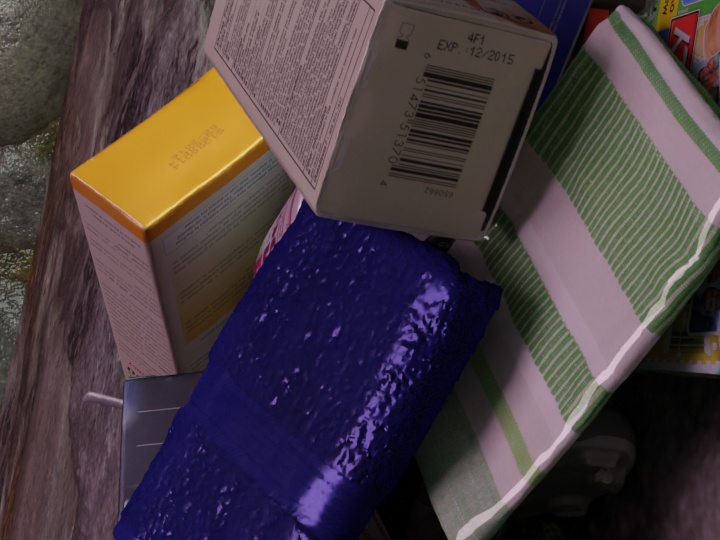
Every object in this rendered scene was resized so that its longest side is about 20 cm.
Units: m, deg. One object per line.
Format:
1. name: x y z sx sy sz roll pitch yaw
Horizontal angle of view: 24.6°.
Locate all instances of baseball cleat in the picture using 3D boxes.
1. baseball cleat: 0.067 0.075 0.783 0.200 0.069 0.108 137 140 -59

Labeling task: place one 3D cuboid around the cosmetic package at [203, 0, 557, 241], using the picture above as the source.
1. cosmetic package: 0.001 -0.105 0.766 0.200 0.086 0.104 56 132 55

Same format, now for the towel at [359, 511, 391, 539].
1. towel: -0.062 0.184 0.786 0.199 0.030 0.147 -38 59 11

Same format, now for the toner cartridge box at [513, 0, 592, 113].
1. toner cartridge box: 0.073 -0.142 0.782 0.095 0.043 0.202 -119 45 -57

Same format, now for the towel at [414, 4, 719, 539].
1. towel: 0.079 0.000 0.694 0.201 0.023 0.153 -53 31 20

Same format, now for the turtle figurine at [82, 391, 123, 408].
1. turtle figurine: -0.106 0.154 1.084 0.193 0.201 0.144 -35 5 35

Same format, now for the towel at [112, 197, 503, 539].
1. towel: -0.024 0.071 0.739 0.147 0.049 0.201 33 94 52

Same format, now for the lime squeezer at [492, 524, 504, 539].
1. lime squeezer: 0.056 0.173 0.764 0.071 0.037 0.202 41 137 54

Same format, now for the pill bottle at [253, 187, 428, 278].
1. pill bottle: 0.000 0.000 0.936 0.200 0.112 0.115 131 147 -71

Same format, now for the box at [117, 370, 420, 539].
1. box: -0.043 0.158 0.870 0.107 0.147 0.202 49 -143 -63

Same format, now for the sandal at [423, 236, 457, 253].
1. sandal: 0.055 0.010 0.791 0.199 0.045 0.076 -26 73 29

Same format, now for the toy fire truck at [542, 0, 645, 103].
1. toy fire truck: 0.110 -0.135 0.812 0.141 0.048 0.202 128 147 -50

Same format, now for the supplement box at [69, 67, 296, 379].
1. supplement box: -0.098 -0.010 1.038 0.073 0.126 0.201 33 148 29

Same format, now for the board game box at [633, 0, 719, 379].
1. board game box: 0.154 -0.056 0.668 0.134 0.029 0.202 177 104 -70
